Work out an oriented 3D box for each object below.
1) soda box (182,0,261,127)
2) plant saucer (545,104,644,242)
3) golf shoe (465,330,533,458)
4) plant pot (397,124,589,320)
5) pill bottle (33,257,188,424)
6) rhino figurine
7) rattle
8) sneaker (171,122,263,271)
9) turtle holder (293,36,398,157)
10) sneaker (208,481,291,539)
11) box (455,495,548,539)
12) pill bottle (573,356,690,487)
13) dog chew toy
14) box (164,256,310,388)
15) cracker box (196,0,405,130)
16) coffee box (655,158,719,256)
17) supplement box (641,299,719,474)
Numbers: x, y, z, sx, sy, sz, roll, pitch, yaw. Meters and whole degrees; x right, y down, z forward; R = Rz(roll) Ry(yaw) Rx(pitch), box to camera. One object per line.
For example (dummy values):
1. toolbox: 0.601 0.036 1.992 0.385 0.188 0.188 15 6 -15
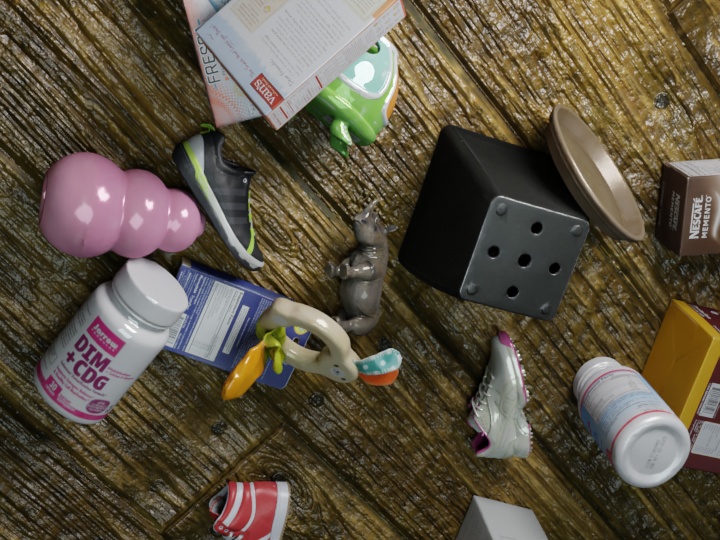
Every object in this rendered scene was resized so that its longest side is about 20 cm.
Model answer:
1. soda box: -0.166 -0.278 1.262 0.067 0.064 0.203 -15 114 -4
2. plant saucer: 0.293 -0.119 1.344 0.029 0.201 0.200 -33 116 27
3. golf shoe: 0.192 0.184 1.508 0.090 0.076 0.203 -10 112 -3
4. plant pot: 0.184 -0.046 1.357 0.196 0.178 0.203 14 108 -16
5. pill bottle: -0.313 0.087 1.342 0.113 0.114 0.200 35 108 -21
6. rhino figurine: 0.000 0.000 1.401 0.086 0.060 0.203 -4 114 -39
7. rattle: -0.054 0.135 1.350 0.199 0.144 0.130 34 128 -10
8. sneaker: -0.158 -0.090 1.333 0.082 0.072 0.202 -33 118 -6
9. turtle holder: -0.037 -0.238 1.277 0.184 0.141 0.133 35 87 19
10. sneaker: -0.173 0.392 1.522 0.110 0.071 0.204 9 102 -18
11. box: 0.207 0.454 1.547 0.105 0.200 0.154 16 108 -14
12. pill bottle: 0.367 0.202 1.476 0.107 0.200 0.111 -3 112 -8
13. dog chew toy: -0.286 -0.072 1.296 0.197 0.125 0.127 8 110 -22
14. box: -0.169 0.074 1.417 0.197 0.032 0.123 22 106 -17
15. cracker box: -0.066 -0.276 1.187 0.199 0.058 0.134 -40 76 0
16. coffee box: 0.515 -0.089 1.453 0.196 0.080 0.116 -5 112 -8
17. supplement box: 0.525 0.174 1.531 0.196 0.133 0.200 12 109 -15
